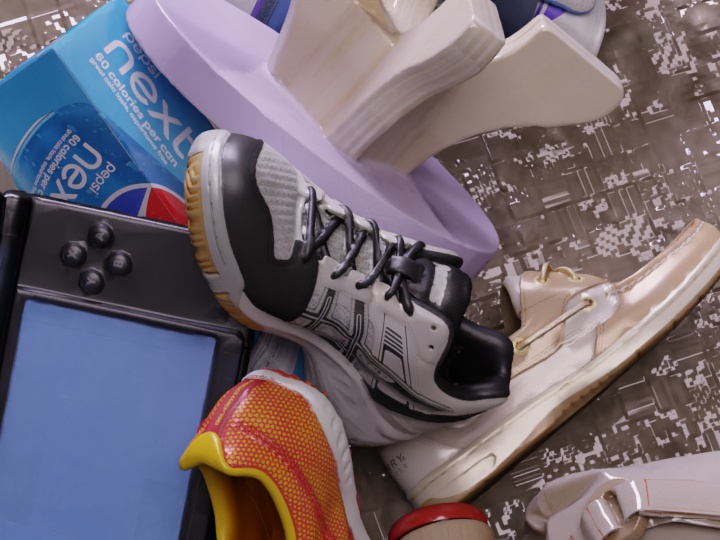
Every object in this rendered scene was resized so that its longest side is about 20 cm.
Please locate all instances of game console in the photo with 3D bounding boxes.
[{"bbox_3d":[-0.142,0.074,1.105,0.174,0.116,0.202,12,96,0],"label":"game console"}]

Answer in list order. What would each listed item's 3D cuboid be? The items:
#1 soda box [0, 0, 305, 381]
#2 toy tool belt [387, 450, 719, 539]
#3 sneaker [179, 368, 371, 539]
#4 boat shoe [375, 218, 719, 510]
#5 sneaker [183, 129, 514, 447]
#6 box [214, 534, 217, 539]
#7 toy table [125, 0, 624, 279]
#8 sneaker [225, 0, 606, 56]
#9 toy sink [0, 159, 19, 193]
[{"bbox_3d":[-0.085,-0.016,1.195,0.201,0.064,0.068,54,33,-9],"label":"soda box"},{"bbox_3d":[0.119,0.153,1.170,0.198,0.125,0.124,-8,62,-7],"label":"toy tool belt"},{"bbox_3d":[-0.023,0.137,1.150,0.077,0.073,0.201,-46,119,-34],"label":"sneaker"},{"bbox_3d":[0.088,0.031,1.236,0.200,0.074,0.069,-38,83,-16],"label":"boat shoe"},{"bbox_3d":[0.000,0.000,1.124,0.087,0.200,0.076,-11,54,25],"label":"sneaker"},{"bbox_3d":[-0.107,0.166,1.192,0.143,0.036,0.201,-20,71,-11],"label":"box"},{"bbox_3d":[0.010,-0.096,1.186,0.199,0.184,0.117,33,109,-28],"label":"toy table"},{"bbox_3d":[0.046,-0.140,1.292,0.146,0.081,0.200,43,67,15],"label":"sneaker"},{"bbox_3d":[-0.245,0.024,1.170,0.112,0.131,0.200,31,71,28],"label":"toy sink"}]
